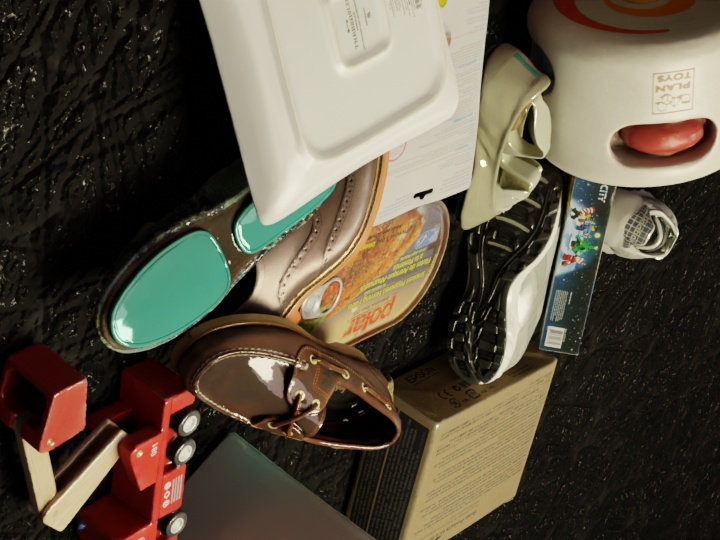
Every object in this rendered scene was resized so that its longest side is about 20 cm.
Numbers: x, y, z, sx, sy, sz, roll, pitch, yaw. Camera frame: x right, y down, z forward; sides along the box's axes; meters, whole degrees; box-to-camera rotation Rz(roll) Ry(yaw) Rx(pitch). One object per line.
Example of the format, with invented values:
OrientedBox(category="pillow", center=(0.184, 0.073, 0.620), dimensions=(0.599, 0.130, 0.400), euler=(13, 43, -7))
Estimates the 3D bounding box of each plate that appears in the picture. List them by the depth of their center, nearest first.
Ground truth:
OrientedBox(category="plate", center=(-0.010, -0.156, 0.939), dimensions=(0.200, 0.032, 0.201), euler=(-33, 119, -39))

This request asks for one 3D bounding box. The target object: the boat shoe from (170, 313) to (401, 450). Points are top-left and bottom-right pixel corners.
OrientedBox(category="boat shoe", center=(-0.042, 0.081, 1.024), dimensions=(0.199, 0.071, 0.070), euler=(14, 125, -49))

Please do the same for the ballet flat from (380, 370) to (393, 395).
OrientedBox(category="ballet flat", center=(-0.031, 0.091, 1.172), dimensions=(0.200, 0.070, 0.071), euler=(20, 99, -59))

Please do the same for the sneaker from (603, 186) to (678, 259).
OrientedBox(category="sneaker", center=(0.287, -0.039, 1.519), dimensions=(0.200, 0.080, 0.077), euler=(6, 109, -60))

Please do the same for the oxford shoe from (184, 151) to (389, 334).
OrientedBox(category="oxford shoe", center=(-0.050, -0.025, 1.027), dimensions=(0.201, 0.071, 0.073), euler=(-59, 146, -1))

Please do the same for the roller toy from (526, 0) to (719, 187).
OrientedBox(category="roller toy", center=(0.225, -0.165, 1.196), dimensions=(0.182, 0.199, 0.141), euler=(-37, 135, -39))

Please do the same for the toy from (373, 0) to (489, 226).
OrientedBox(category="toy", center=(0.041, -0.144, 1.085), dimensions=(0.115, 0.047, 0.201), euler=(-22, 130, -43))

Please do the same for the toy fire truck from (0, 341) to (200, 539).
OrientedBox(category="toy fire truck", center=(-0.173, 0.127, 0.989), dimensions=(0.141, 0.049, 0.201), euler=(-25, 136, -45))

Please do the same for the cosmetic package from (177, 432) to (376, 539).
OrientedBox(category="cosmetic package", center=(-0.044, 0.260, 1.151), dimensions=(0.123, 0.199, 0.200), euler=(-46, 147, -18))

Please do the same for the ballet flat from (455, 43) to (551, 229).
OrientedBox(category="ballet flat", center=(0.116, -0.092, 1.192), dimensions=(0.069, 0.069, 0.201), euler=(-43, 156, -27))

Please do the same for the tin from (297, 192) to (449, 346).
OrientedBox(category="tin", center=(0.000, 0.000, 1.147), dimensions=(0.200, 0.042, 0.113), euler=(-22, 130, -53))

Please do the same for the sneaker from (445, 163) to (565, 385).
OrientedBox(category="sneaker", center=(0.133, 0.000, 1.321), dimensions=(0.079, 0.074, 0.202), euler=(-9, 121, -56))

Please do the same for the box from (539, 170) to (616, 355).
OrientedBox(category="box", center=(0.195, -0.046, 1.346), dimensions=(0.137, 0.037, 0.201), euler=(-77, 175, -56))

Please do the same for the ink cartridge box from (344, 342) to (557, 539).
OrientedBox(category="ink cartridge box", center=(0.083, 0.160, 1.385), dimensions=(0.199, 0.075, 0.166), euler=(-21, 134, -49))

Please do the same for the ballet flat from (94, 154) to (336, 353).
OrientedBox(category="ballet flat", center=(-0.101, -0.020, 0.953), dimensions=(0.200, 0.074, 0.075), euler=(-37, 143, -29))
